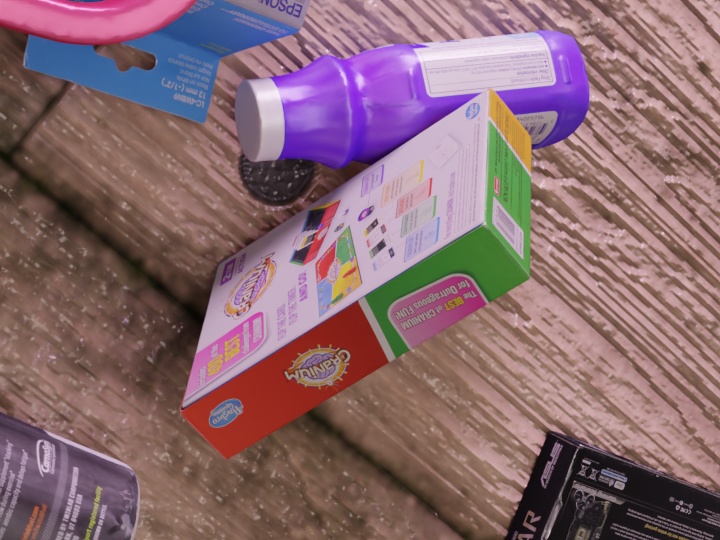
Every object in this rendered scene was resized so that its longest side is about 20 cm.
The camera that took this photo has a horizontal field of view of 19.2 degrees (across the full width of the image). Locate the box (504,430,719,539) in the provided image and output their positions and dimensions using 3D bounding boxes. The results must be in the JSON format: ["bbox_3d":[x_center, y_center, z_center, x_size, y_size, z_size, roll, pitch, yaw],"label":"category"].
[{"bbox_3d":[0.181,0.209,1.357,0.200,0.044,0.160,21,91,-23],"label":"box"}]

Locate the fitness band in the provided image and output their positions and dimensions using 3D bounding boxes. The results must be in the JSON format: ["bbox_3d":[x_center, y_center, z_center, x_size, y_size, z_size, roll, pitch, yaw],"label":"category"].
[{"bbox_3d":[-0.155,-0.186,1.004,0.200,0.037,0.144,15,94,-23],"label":"fitness band"}]

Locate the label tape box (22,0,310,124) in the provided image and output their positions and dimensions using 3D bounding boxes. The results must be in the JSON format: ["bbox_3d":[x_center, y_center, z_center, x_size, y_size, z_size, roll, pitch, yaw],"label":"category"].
[{"bbox_3d":[-0.087,-0.185,1.149,0.143,0.066,0.200,15,91,-47],"label":"label tape box"}]

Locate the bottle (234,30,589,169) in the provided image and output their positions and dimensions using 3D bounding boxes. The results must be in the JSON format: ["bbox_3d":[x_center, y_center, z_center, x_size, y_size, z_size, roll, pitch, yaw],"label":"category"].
[{"bbox_3d":[0.029,-0.096,1.225,0.200,0.084,0.065,-8,80,-20],"label":"bottle"}]

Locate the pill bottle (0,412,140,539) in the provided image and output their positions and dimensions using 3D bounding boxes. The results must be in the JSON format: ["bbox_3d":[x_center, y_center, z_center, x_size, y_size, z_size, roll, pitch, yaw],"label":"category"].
[{"bbox_3d":[-0.228,0.119,1.146,0.200,0.106,0.106,26,89,-23],"label":"pill bottle"}]

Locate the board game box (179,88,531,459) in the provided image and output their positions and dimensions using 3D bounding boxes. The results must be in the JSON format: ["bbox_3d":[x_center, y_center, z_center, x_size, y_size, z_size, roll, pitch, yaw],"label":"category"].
[{"bbox_3d":[0.000,0.000,1.148,0.200,0.153,0.040,-32,114,22],"label":"board game box"}]
